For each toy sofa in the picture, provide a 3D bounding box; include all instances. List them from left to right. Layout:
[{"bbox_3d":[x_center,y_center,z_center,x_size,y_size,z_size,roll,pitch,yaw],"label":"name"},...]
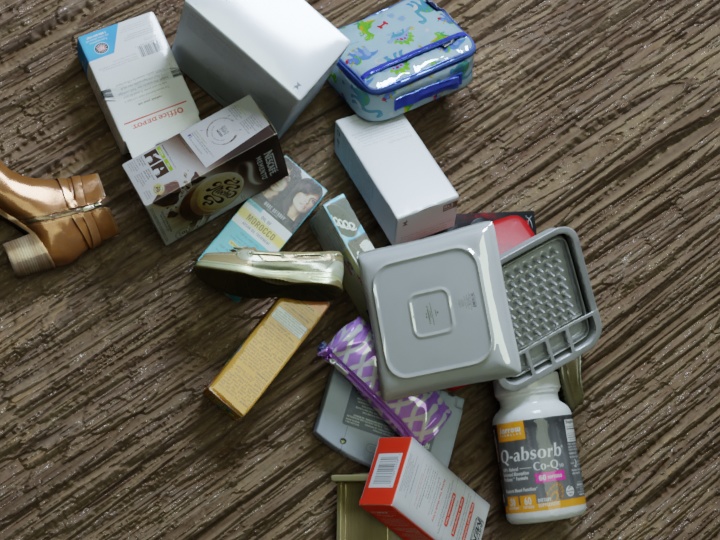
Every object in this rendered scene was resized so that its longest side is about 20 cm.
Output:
[{"bbox_3d":[0.016,0.375,1.649,0.097,0.082,0.202,16,71,-54],"label":"toy sofa"}]

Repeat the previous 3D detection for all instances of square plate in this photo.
[{"bbox_3d":[0.096,0.054,1.581,0.196,0.028,0.202,-14,82,24],"label":"square plate"}]

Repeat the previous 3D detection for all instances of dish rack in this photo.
[{"bbox_3d":[0.232,0.047,1.651,0.170,0.044,0.201,-27,120,-12],"label":"dish rack"}]

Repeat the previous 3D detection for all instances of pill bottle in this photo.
[{"bbox_3d":[0.247,0.249,1.716,0.115,0.116,0.202,-6,81,-15],"label":"pill bottle"}]

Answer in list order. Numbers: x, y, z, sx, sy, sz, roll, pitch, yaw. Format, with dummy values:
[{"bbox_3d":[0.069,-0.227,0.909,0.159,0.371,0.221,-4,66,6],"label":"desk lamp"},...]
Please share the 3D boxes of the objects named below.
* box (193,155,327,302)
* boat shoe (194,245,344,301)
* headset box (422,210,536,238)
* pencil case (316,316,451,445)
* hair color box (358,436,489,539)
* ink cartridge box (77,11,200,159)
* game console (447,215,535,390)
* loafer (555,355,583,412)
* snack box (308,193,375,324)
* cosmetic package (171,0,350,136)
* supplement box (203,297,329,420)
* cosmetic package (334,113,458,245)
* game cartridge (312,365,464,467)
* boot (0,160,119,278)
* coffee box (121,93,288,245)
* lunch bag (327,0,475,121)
[{"bbox_3d":[-0.139,-0.058,1.711,0.082,0.049,0.201,39,73,-4],"label":"box"},{"bbox_3d":[-0.121,-0.004,1.640,0.198,0.073,0.064,5,62,-2],"label":"boat shoe"},{"bbox_3d":[0.155,-0.004,1.763,0.198,0.077,0.151,-2,80,-16],"label":"headset box"},{"bbox_3d":[0.033,0.153,1.659,0.200,0.084,0.086,43,38,-1],"label":"pencil case"},{"bbox_3d":[0.089,0.313,1.632,0.200,0.061,0.102,44,53,-36],"label":"hair color box"},{"bbox_3d":[-0.302,-0.241,1.695,0.115,0.068,0.202,-23,85,-17],"label":"ink cartridge box"},{"bbox_3d":[0.171,0.042,1.710,0.198,0.119,0.173,-18,55,-18],"label":"game console"},{"bbox_3d":[0.304,0.105,1.780,0.067,0.076,0.202,-5,80,-9],"label":"loafer"},{"bbox_3d":[0.000,0.000,1.700,0.037,0.116,0.201,-29,88,-16],"label":"snack box"},{"bbox_3d":[-0.143,-0.305,1.680,0.199,0.200,0.123,40,72,-4],"label":"cosmetic package"},{"bbox_3d":[-0.128,0.107,1.673,0.069,0.067,0.201,37,72,-5],"label":"supplement box"},{"bbox_3d":[0.048,-0.137,1.720,0.101,0.074,0.201,-19,58,-15],"label":"cosmetic package"},{"bbox_3d":[0.038,0.213,1.712,0.198,0.042,0.134,20,79,-10],"label":"game cartridge"},{"bbox_3d":[-0.424,-0.104,1.637,0.154,0.074,0.202,-24,98,-17],"label":"boot"},{"bbox_3d":[-0.206,-0.135,1.651,0.199,0.113,0.080,-31,64,-8],"label":"coffee box"},{"bbox_3d":[0.058,-0.305,1.761,0.199,0.083,0.161,-24,54,-19],"label":"lunch bag"}]
